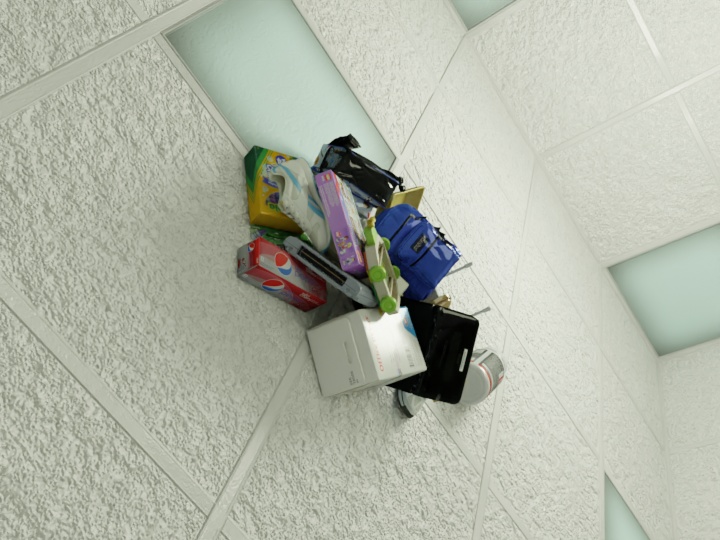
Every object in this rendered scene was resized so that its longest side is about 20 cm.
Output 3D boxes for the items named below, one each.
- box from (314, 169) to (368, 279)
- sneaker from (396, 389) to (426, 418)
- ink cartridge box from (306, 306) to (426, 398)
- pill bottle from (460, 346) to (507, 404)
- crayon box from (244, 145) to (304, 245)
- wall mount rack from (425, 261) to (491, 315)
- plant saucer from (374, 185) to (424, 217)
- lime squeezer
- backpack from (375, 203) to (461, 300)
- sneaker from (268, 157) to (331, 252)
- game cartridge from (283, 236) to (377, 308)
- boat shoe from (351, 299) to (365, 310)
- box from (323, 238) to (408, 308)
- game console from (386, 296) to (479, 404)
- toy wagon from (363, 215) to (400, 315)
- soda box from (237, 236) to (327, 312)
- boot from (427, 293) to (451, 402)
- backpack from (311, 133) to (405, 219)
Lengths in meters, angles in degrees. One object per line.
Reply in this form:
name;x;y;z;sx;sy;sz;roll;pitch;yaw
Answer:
box;-0.029;-0.089;1.465;0.137;0.039;0.202;31;41;-73
sneaker;0.159;0.256;1.707;0.076;0.115;0.201;54;32;-18
ink cartridge box;0.014;0.168;1.514;0.199;0.144;0.148;3;67;-57
pill bottle;0.320;0.275;1.947;0.200;0.115;0.117;-19;85;-60
crayon box;-0.171;-0.154;1.521;0.125;0.051;0.202;11;59;-35
wall mount rack;0.214;0.070;1.778;0.074;0.173;0.201;-21;87;-44
plant saucer;0.078;-0.118;1.835;0.048;0.201;0.200;25;22;21
lime squeezer;-0.118;-0.035;1.563;0.200;0.038;0.071;49;34;-28
backpack;0.114;-0.055;1.634;0.200;0.168;0.163;43;73;-8
sneaker;-0.119;-0.125;1.467;0.080;0.077;0.201;-19;80;-23
game cartridge;-0.055;0.004;1.467;0.199;0.041;0.133;35;-2;22
boat shoe;0.030;0.096;1.686;0.076;0.071;0.202;-11;84;-76
box;0.000;0.000;1.596;0.200;0.095;0.078;45;65;-3
game console;0.148;0.177;1.622;0.175;0.116;0.202;17;86;-25
toy wagon;0.040;-0.013;1.467;0.155;0.039;0.201;-77;149;-65
soda box;-0.153;0.012;1.449;0.200;0.063;0.071;31;44;-43
boot;0.184;0.176;1.682;0.174;0.066;0.201;-29;83;-21
backpack;-0.027;-0.217;1.703;0.200;0.155;0.190;35;3;-33
